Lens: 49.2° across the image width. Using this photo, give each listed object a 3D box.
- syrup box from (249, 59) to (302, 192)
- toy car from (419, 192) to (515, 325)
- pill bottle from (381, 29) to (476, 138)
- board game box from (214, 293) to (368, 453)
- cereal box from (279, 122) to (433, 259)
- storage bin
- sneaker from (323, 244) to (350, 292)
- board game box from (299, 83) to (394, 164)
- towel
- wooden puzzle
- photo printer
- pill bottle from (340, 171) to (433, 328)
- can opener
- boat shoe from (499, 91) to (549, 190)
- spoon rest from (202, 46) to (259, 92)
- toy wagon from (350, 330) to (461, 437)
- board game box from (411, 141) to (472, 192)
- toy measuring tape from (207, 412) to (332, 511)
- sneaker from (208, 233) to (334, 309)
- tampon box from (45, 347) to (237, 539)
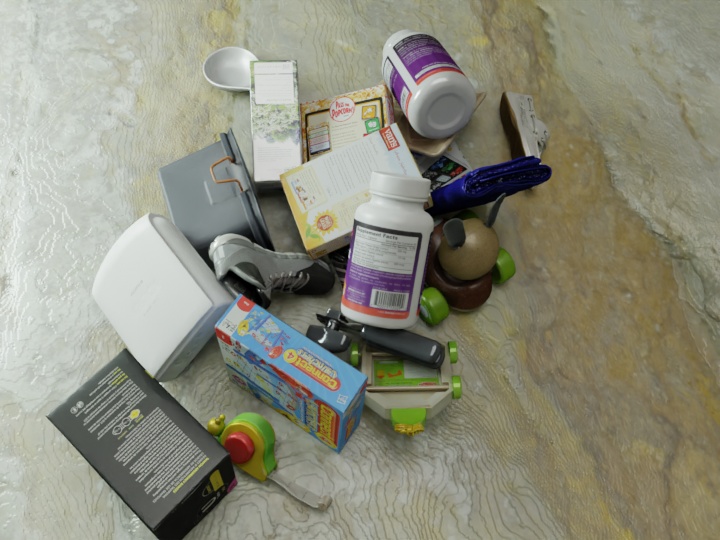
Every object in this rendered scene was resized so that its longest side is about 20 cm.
[{"bbox_3d":[-0.136,-0.230,1.270,0.078,0.081,0.202,-3,85,-6],"label":"syrup box"},{"bbox_3d":[0.146,-0.042,1.160,0.164,0.200,0.158,-30,68,-19],"label":"toy car"},{"bbox_3d":[0.103,-0.309,1.271,0.112,0.113,0.201,-12,45,-11],"label":"pill bottle"},{"bbox_3d":[-0.090,0.143,1.042,0.195,0.200,0.056,32,65,13],"label":"board game box"},{"bbox_3d":[-0.008,-0.120,1.176,0.199,0.040,0.145,-23,63,2],"label":"cereal box"},{"bbox_3d":[-0.225,-0.101,1.204,0.133,0.146,0.201,-21,65,-4],"label":"storage bin"},{"bbox_3d":[0.000,0.000,1.188,0.073,0.088,0.201,-26,65,-16],"label":"sneaker"},{"bbox_3d":[-0.017,-0.185,1.259,0.150,0.046,0.202,-8,73,16],"label":"board game box"},{"bbox_3d":[0.176,-0.127,1.186,0.147,0.200,0.050,-13,89,-18],"label":"towel"},{"bbox_3d":[0.091,-0.261,1.338,0.199,0.047,0.186,18,51,25],"label":"wooden puzzle"},{"bbox_3d":[-0.288,0.031,1.117,0.167,0.069,0.200,-47,70,18],"label":"photo printer"},{"bbox_3d":[0.040,-0.031,1.081,0.110,0.111,0.202,9,100,0],"label":"pill bottle"},{"bbox_3d":[0.017,0.106,1.103,0.199,0.053,0.067,18,73,24],"label":"can opener"},{"bbox_3d":[0.293,-0.229,1.347,0.069,0.071,0.201,-5,61,-5],"label":"boat shoe"},{"bbox_3d":[-0.190,-0.322,1.361,0.200,0.061,0.099,42,66,16],"label":"spoon rest"},{"bbox_3d":[0.062,0.158,1.095,0.154,0.040,0.201,-1,38,2],"label":"toy wagon"},{"bbox_3d":[0.084,-0.152,1.308,0.199,0.035,0.127,-20,64,-15],"label":"board game box"},{"bbox_3d":[-0.119,0.245,1.054,0.199,0.074,0.074,27,63,12],"label":"toy measuring tape"},{"bbox_3d":[-0.123,0.024,1.132,0.199,0.075,0.116,16,33,-25],"label":"sneaker"},{"bbox_3d":[-0.271,0.230,1.007,0.200,0.150,0.126,41,66,16],"label":"tampon box"}]
